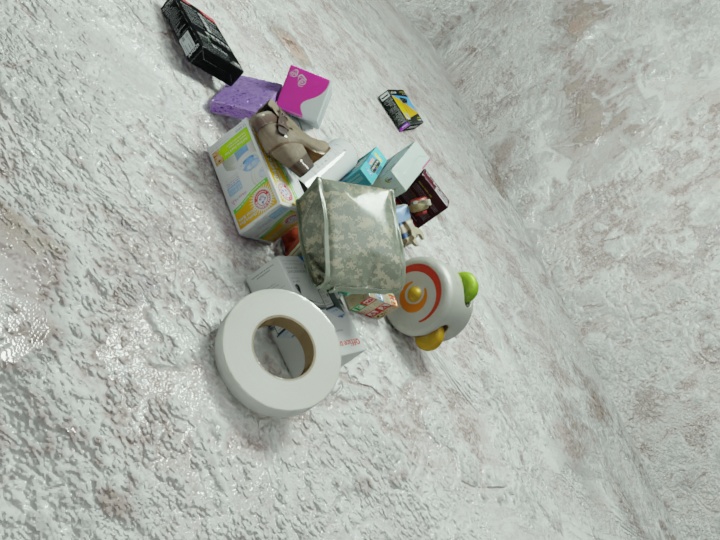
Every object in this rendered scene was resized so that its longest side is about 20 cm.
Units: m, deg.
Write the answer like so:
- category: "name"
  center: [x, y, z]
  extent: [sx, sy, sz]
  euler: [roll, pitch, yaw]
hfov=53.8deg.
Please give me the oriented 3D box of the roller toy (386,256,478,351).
- category: "roller toy"
  center: [0.150, 0.068, 1.613]
  extent: [0.182, 0.200, 0.140]
  euler: [29, 4, 37]

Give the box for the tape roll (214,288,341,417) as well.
- category: "tape roll"
  center: [-0.124, 0.125, 1.094]
  extent: [0.202, 0.037, 0.203]
  euler: [15, 56, -24]

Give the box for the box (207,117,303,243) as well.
- category: "box"
  center: [-0.191, -0.168, 1.346]
  extent: [0.101, 0.112, 0.200]
  euler: [13, 50, -58]

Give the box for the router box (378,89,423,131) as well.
- category: "router box"
  center: [0.150, -0.586, 2.589]
  extent: [0.149, 0.051, 0.200]
  euler: [57, 24, -2]

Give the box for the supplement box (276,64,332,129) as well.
- category: "supplement box"
  center: [-0.128, -0.400, 1.653]
  extent: [0.101, 0.104, 0.200]
  euler: [21, 7, -5]

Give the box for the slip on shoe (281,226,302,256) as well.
- category: "slip on shoe"
  center: [-0.132, -0.066, 1.399]
  extent: [0.061, 0.074, 0.200]
  euler: [22, 35, -9]

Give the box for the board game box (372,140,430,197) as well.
- category: "board game box"
  center: [0.057, -0.213, 1.713]
  extent: [0.064, 0.200, 0.148]
  euler: [50, 47, -13]

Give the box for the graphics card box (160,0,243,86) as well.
- category: "graphics card box"
  center: [-0.340, -0.495, 1.523]
  extent: [0.125, 0.051, 0.200]
  euler: [20, 33, -54]

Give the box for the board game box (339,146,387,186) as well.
- category: "board game box"
  center: [-0.024, -0.206, 1.662]
  extent: [0.047, 0.151, 0.200]
  euler: [52, 24, -12]

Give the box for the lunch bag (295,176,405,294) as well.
- category: "lunch bag"
  center: [-0.016, -0.047, 1.258]
  extent: [0.164, 0.118, 0.200]
  euler: [5, 63, -30]

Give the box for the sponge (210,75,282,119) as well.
- category: "sponge"
  center: [-0.243, -0.373, 1.533]
  extent: [0.111, 0.030, 0.200]
  euler: [13, 32, 0]

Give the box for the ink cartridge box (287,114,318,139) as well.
- category: "ink cartridge box"
  center: [-0.147, -0.288, 1.634]
  extent: [0.200, 0.067, 0.116]
  euler: [12, 48, -57]

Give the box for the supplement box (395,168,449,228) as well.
- category: "supplement box"
  center: [0.113, -0.153, 1.792]
  extent: [0.109, 0.200, 0.061]
  euler: [51, 23, -12]

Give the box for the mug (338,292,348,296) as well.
- category: "mug"
  center: [-0.046, -0.034, 1.404]
  extent: [0.114, 0.152, 0.185]
  euler: [27, 35, 3]

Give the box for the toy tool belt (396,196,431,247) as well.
- category: "toy tool belt"
  center: [0.087, -0.092, 1.703]
  extent: [0.125, 0.200, 0.123]
  euler: [3, -68, 66]

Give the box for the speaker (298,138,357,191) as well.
- category: "speaker"
  center: [-0.088, -0.213, 1.555]
  extent: [0.081, 0.081, 0.200]
  euler: [51, 46, -11]

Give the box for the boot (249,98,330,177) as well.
- category: "boot"
  center: [-0.134, -0.260, 1.350]
  extent: [0.146, 0.070, 0.200]
  euler: [51, 21, -13]

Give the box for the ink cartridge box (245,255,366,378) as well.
- category: "ink cartridge box"
  center: [-0.094, 0.080, 1.253]
  extent: [0.200, 0.086, 0.146]
  euler: [61, 24, 14]

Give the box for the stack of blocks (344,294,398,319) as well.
- category: "stack of blocks"
  center: [0.000, 0.000, 1.561]
  extent: [0.115, 0.059, 0.200]
  euler: [22, 41, -52]
